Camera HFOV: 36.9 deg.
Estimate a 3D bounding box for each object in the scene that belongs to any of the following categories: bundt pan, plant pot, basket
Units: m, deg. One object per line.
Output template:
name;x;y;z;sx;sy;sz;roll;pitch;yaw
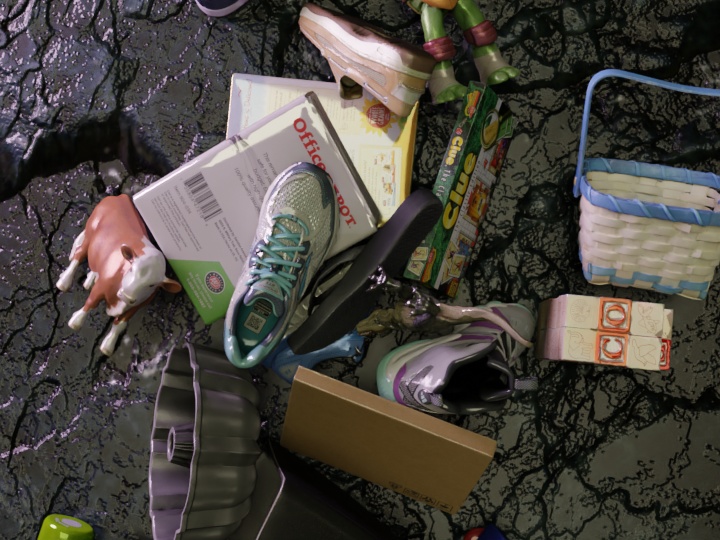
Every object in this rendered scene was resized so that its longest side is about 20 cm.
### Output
bundt pan;-0.148;0.169;1.042;0.075;0.201;0.205;6;87;-22
plant pot;-0.049;0.306;1.034;0.176;0.200;0.202;27;88;-10
basket;0.288;-0.085;1.050;0.173;0.140;0.203;11;118;2

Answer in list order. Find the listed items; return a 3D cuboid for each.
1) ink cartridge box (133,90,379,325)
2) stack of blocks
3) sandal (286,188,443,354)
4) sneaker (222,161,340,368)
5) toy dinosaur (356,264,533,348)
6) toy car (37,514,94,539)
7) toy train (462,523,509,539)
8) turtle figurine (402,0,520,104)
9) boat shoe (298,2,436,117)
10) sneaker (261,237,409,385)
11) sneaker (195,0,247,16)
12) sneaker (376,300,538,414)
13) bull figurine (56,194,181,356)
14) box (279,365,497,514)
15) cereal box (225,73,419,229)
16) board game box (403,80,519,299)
ink cartridge box;-0.097;-0.063;1.061;0.198;0.084;0.147;-28;100;9
stack of blocks;0.235;0.060;1.023;0.113;0.200;0.060;5;86;3
sandal;0.000;0.000;1.029;0.043;0.076;0.201;43;96;21
sneaker;-0.072;0.002;0.987;0.077;0.086;0.203;19;105;-3
toy dinosaur;0.057;0.036;0.982;0.088;0.198;0.048;34;69;-39
toy car;-0.288;0.345;1.026;0.156;0.200;0.167;19;88;3
toy train;0.112;0.367;1.077;0.115;0.085;0.201;37;89;-10
turtle figurine;0.101;-0.275;1.063;0.198;0.144;0.197;-11;103;34
boat shoe;-0.008;-0.208;1.076;0.071;0.200;0.077;5;113;-36
sneaker;-0.014;0.042;1.105;0.199;0.079;0.089;-41;100;3
sneaker;-0.098;-0.348;1.103;0.200;0.109;0.070;-45;87;-1
sneaker;0.127;0.090;1.027;0.198;0.139;0.079;-26;107;-32
bull figurine;-0.238;0.002;1.055;0.065;0.201;0.122;31;106;-32
box;0.021;0.168;1.050;0.197;0.164;0.021;21;58;3
cereal box;-0.042;-0.122;1.123;0.197;0.040;0.146;7;89;3
board game box;0.103;-0.077;1.085;0.023;0.104;0.203;18;88;31
